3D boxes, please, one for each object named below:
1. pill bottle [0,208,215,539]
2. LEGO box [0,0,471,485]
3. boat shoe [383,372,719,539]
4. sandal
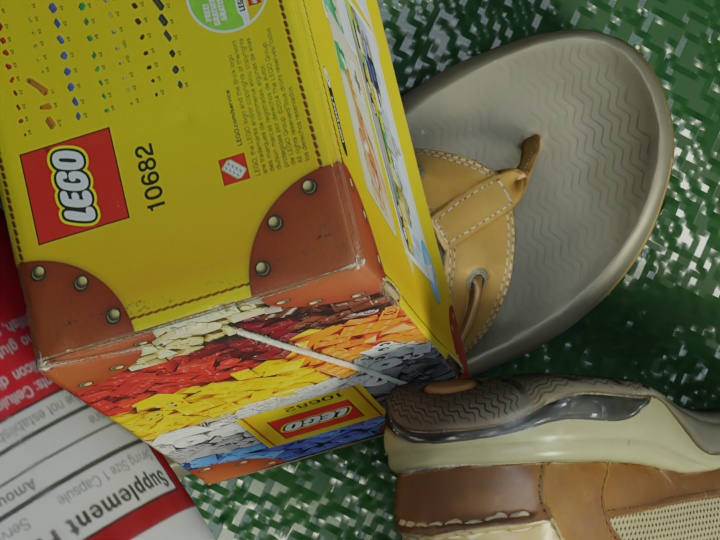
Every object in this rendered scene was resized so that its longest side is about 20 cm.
[{"bbox_3d":[-0.106,0.059,0.737,0.112,0.112,0.201,-33,85,-11],"label":"pill bottle"},{"bbox_3d":[-0.042,-0.065,0.721,0.077,0.149,0.201,-16,73,8],"label":"LEGO box"},{"bbox_3d":[0.073,0.071,0.759,0.199,0.075,0.074,11,75,-50],"label":"boat shoe"},{"bbox_3d":[0.000,0.000,0.801,0.199,0.054,0.081,-25,90,-11],"label":"sandal"}]
